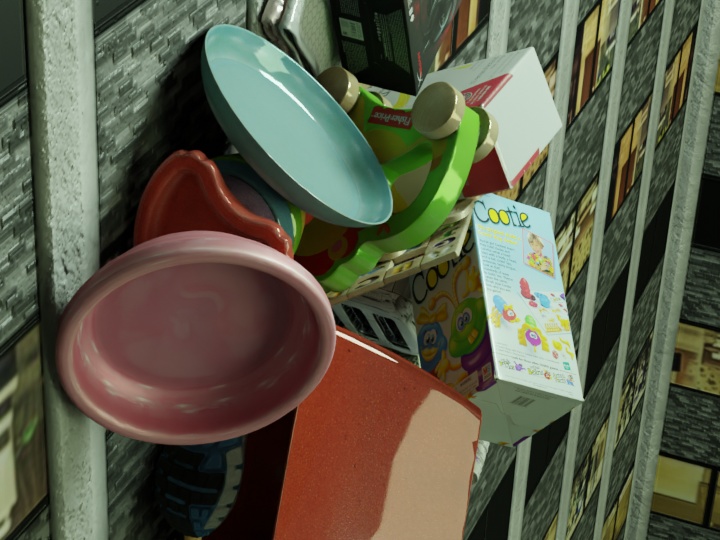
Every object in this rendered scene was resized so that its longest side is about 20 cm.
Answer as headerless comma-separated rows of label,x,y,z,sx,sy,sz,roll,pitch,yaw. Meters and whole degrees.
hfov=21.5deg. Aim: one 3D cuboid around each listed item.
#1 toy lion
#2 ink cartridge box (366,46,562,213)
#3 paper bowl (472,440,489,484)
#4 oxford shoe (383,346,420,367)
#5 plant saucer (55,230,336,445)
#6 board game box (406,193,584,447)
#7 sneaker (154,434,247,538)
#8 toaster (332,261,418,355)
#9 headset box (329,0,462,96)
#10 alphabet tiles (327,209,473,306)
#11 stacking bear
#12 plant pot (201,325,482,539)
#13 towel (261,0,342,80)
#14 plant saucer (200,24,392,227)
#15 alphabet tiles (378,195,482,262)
toy lion,-0.002,-0.066,1.578,0.069,0.199,0.193,30,78,-44
ink cartridge box,0.060,-0.119,1.706,0.145,0.199,0.084,-50,123,-53
paper bowl,0.020,0.160,1.802,0.201,0.200,0.105,61,46,-65
oxford shoe,0.052,0.074,1.977,0.058,0.075,0.201,44,32,-40
plant saucer,-0.119,0.043,1.356,0.051,0.199,0.201,-102,-175,-45
board game box,0.118,0.043,1.730,0.103,0.104,0.201,-39,-134,42
sneaker,-0.116,0.123,1.578,0.087,0.075,0.201,-19,122,-76
toaster,0.037,-0.001,1.887,0.200,0.113,0.130,62,49,-67
headset box,0.045,-0.279,1.655,0.149,0.077,0.201,80,31,-55
alphabet tiles,0.000,0.000,1.641,0.167,0.199,0.008,-64,132,-73
stacking bear,-0.088,-0.046,1.473,0.114,0.121,0.200,-47,178,26
plant pot,-0.010,0.166,1.590,0.200,0.175,0.201,156,-54,-67
towel,-0.022,-0.248,1.650,0.200,0.032,0.192,62,44,-65
plant saucer,-0.054,-0.106,1.463,0.027,0.200,0.200,-41,174,22
alphabet tiles,0.030,-0.050,1.708,0.200,0.195,0.015,-49,121,-54
